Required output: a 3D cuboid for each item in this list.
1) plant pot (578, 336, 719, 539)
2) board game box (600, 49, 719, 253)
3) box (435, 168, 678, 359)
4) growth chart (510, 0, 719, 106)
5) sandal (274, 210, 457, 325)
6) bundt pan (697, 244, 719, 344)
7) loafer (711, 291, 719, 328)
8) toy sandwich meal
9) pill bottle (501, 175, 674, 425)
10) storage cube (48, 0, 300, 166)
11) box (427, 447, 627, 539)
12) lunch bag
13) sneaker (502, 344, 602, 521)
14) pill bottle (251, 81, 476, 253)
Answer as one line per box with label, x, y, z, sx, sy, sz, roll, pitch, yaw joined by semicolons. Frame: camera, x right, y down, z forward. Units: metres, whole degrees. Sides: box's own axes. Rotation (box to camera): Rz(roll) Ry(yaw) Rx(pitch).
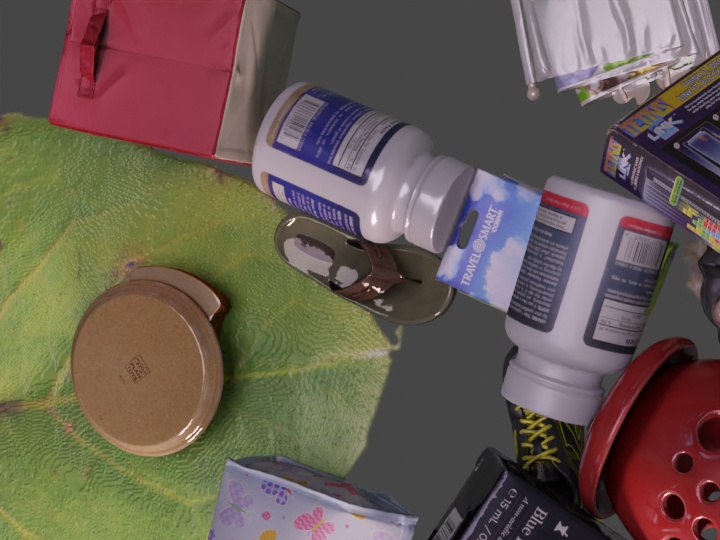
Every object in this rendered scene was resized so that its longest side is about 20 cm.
plant pot;0.302;0.168;1.232;0.182;0.200;0.201;29;100;29
board game box;0.331;-0.105;1.214;0.165;0.200;0.057;39;147;30
box;0.184;-0.006;1.354;0.199;0.048;0.123;24;98;19
growth chart;0.238;-0.226;1.354;0.199;0.018;0.146;-6;87;22
sandal;-0.001;0.001;1.424;0.200;0.057;0.080;19;97;15
bundt pan;0.393;0.005;1.257;0.201;0.076;0.203;-1;88;22
loafer;0.388;0.012;1.183;0.199;0.063;0.072;-22;80;20
toy sandwich meal;-0.218;0.094;1.513;0.204;0.070;0.207;2;95;22
pill bottle;0.194;0.027;1.264;0.119;0.119;0.201;19;97;21
storage cube;-0.180;-0.205;1.433;0.179;0.200;0.172;13;93;15
box;0.144;0.295;1.236;0.199;0.117;0.197;34;90;-4
lunch bag;-0.047;0.290;1.407;0.199;0.127;0.171;14;92;31
sneaker;0.179;0.164;1.336;0.074;0.085;0.201;-19;84;19
pill bottle;0.006;-0.096;1.392;0.199;0.120;0.120;25;98;20
